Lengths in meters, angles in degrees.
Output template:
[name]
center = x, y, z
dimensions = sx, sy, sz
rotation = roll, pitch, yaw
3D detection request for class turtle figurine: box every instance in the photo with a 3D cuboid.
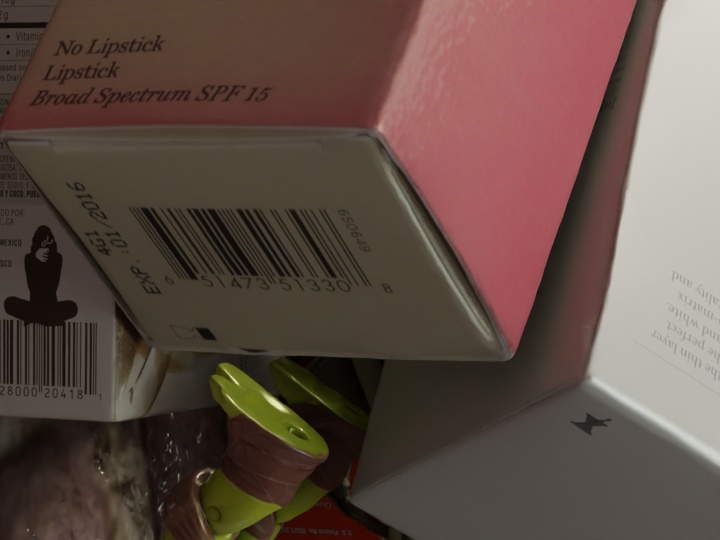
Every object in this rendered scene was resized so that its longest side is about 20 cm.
[turtle figurine]
center = -0.066, 0.105, 0.916
dimensions = 0.161, 0.064, 0.200
rotation = -54, 152, 15

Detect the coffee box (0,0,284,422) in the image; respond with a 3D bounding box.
[coffee box]
center = -0.082, -0.056, 0.938
dimensions = 0.114, 0.080, 0.200
rotation = -3, 94, -65

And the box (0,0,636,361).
[box]
center = 0.000, -0.084, 0.868
dimensions = 0.109, 0.128, 0.200
rotation = 57, 43, -44

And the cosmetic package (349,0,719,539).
[cosmetic package]
center = 0.125, 0.021, 0.946
dimensions = 0.199, 0.123, 0.200
rotation = 32, 51, -22

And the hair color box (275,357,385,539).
[hair color box]
center = 0.010, 0.131, 1.164
dimensions = 0.111, 0.064, 0.200
rotation = -40, 126, -60

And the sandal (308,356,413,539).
[sandal]
center = 0.003, 0.033, 0.987
dimensions = 0.080, 0.057, 0.201
rotation = -45, 129, -63
